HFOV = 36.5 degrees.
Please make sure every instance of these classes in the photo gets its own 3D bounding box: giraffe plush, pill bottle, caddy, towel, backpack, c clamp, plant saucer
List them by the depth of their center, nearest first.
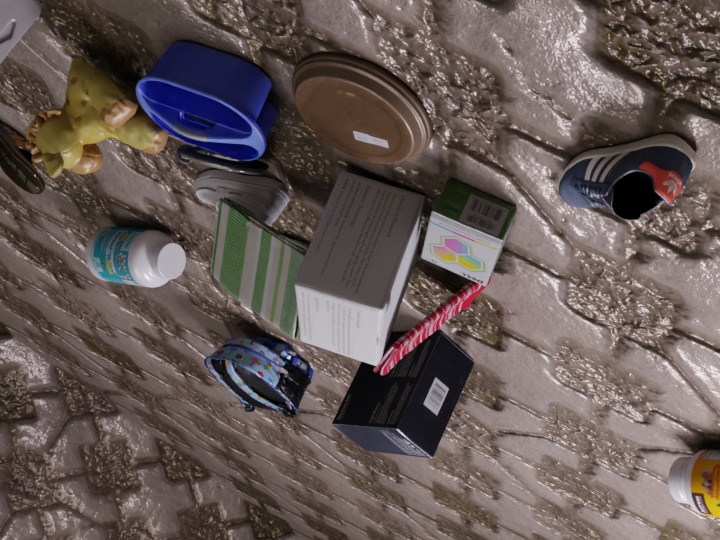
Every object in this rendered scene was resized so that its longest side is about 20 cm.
[{"bbox_3d":[-0.003,-0.202,1.415,0.200,0.029,0.200,22,155,11],"label":"plant saucer"},{"bbox_3d":[-0.209,-0.222,1.492,0.200,0.105,0.141,20,154,16],"label":"caddy"},{"bbox_3d":[-0.401,-0.207,1.590,0.200,0.162,0.173,41,-177,-18],"label":"giraffe plush"},{"bbox_3d":[-0.220,-0.167,1.606,0.171,0.027,0.200,16,-171,-6],"label":"c clamp"},{"bbox_3d":[-0.153,-0.008,1.653,0.200,0.023,0.153,32,124,33],"label":"towel"},{"bbox_3d":[0.111,0.081,1.669,0.022,0.200,0.145,49,158,9],"label":"towel"},{"bbox_3d":[0.606,0.348,1.772,0.109,0.109,0.200,42,152,-29],"label":"pill bottle"},{"bbox_3d":[-0.429,-0.026,2.108,0.200,0.111,0.111,6,148,39],"label":"pill bottle"},{"bbox_3d":[-0.223,0.208,2.329,0.182,0.135,0.200,0,144,47],"label":"backpack"}]

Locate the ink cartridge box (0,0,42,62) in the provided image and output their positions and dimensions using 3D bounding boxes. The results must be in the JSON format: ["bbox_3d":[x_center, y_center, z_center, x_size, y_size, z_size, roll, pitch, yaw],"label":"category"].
[{"bbox_3d":[-0.575,-0.349,1.575,0.200,0.147,0.086,2,144,43],"label":"ink cartridge box"}]

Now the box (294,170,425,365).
[{"bbox_3d":[0.000,0.000,1.589,0.131,0.200,0.199,18,154,8],"label":"box"}]

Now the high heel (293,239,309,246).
[{"bbox_3d":[-0.109,0.030,1.844,0.200,0.143,0.071,27,156,1],"label":"high heel"}]

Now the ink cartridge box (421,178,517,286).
[{"bbox_3d":[0.147,-0.039,1.541,0.104,0.059,0.200,24,156,8],"label":"ink cartridge box"}]

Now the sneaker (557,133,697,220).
[{"bbox_3d":[0.290,-0.093,1.255,0.075,0.085,0.200,36,155,-18],"label":"sneaker"}]

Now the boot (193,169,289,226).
[{"bbox_3d":[-0.210,-0.101,1.746,0.200,0.096,0.074,6,148,40],"label":"boot"}]

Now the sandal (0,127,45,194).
[{"bbox_3d":[-0.645,-0.228,2.012,0.082,0.055,0.200,-18,116,50],"label":"sandal"}]

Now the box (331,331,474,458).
[{"bbox_3d":[0.077,0.220,1.960,0.104,0.200,0.182,42,153,-30],"label":"box"}]
